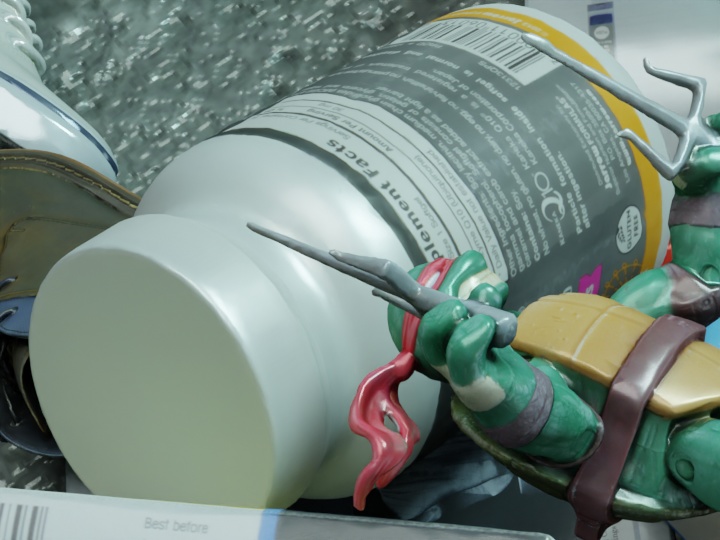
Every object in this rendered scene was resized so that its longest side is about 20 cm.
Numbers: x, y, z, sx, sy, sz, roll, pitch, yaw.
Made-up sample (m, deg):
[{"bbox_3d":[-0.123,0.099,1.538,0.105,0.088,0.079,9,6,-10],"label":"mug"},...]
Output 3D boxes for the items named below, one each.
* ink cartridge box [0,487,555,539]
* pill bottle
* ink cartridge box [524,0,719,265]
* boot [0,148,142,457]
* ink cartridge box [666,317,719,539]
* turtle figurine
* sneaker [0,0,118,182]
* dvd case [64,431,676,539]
[{"bbox_3d":[-0.027,0.097,0.747,0.196,0.200,0.047,2,78,13],"label":"ink cartridge box"},{"bbox_3d":[0.000,0.000,0.830,0.116,0.117,0.200,26,37,28],"label":"pill bottle"},{"bbox_3d":[0.138,-0.051,0.936,0.159,0.047,0.201,-7,53,10],"label":"ink cartridge box"},{"bbox_3d":[-0.114,0.010,0.918,0.199,0.075,0.097,8,23,22],"label":"boot"},{"bbox_3d":[0.198,0.026,0.805,0.200,0.125,0.129,-40,71,-14],"label":"ink cartridge box"},{"bbox_3d":[0.076,0.021,0.698,0.199,0.101,0.150,23,42,16],"label":"turtle figurine"},{"bbox_3d":[-0.153,-0.090,1.022,0.200,0.073,0.071,35,73,31],"label":"sneaker"},{"bbox_3d":[0.004,0.108,0.869,0.198,0.025,0.151,-10,59,7],"label":"dvd case"}]
